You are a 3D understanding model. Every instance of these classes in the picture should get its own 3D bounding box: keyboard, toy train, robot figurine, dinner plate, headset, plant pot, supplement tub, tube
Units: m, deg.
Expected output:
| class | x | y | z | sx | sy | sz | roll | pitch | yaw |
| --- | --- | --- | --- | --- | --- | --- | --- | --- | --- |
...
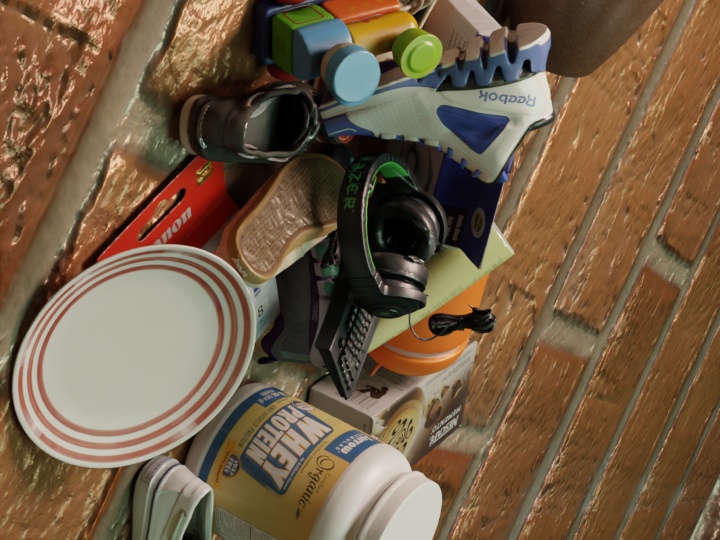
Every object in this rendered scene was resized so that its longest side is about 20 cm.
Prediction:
| class | x | y | z | sx | sy | sz | roll | pitch | yaw |
| --- | --- | --- | --- | --- | --- | --- | --- | --- | --- |
| keyboard | 0.000 | 0.000 | 1.614 | 0.127 | 0.021 | 0.200 | 65 | 32 | -41 |
| toy train | 0.026 | -0.192 | 1.486 | 0.200 | 0.116 | 0.085 | -18 | 130 | -29 |
| robot figurine | 0.058 | 0.019 | 1.801 | 0.144 | 0.116 | 0.200 | -69 | 174 | -51 |
| dinner plate | -0.173 | 0.063 | 1.428 | 0.200 | 0.024 | 0.200 | -18 | 130 | -23 |
| headset | 0.045 | -0.011 | 1.576 | 0.200 | 0.094 | 0.124 | 62 | 36 | -43 |
| plant pot | 0.221 | -0.293 | 1.803 | 0.187 | 0.187 | 0.200 | -33 | 154 | -49 |
| supplement tub | -0.043 | 0.201 | 1.670 | 0.145 | 0.200 | 0.145 | -45 | 149 | -38 |
| tube | 0.046 | 0.024 | 1.692 | 0.200 | 0.052 | 0.058 | -38 | 148 | 7 |

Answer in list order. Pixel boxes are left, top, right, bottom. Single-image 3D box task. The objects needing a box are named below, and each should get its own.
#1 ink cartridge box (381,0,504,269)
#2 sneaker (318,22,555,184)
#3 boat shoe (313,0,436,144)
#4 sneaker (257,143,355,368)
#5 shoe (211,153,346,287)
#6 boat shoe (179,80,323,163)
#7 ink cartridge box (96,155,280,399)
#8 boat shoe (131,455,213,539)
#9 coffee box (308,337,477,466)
| class | x | y | z | sx | sy | sz | roll | pitch | yaw |
| --- | --- | --- | --- | --- | --- | --- | --- | --- | --- |
| ink cartridge box | 0.080 | -0.130 | 1.651 | 0.041 | 0.200 | 0.200 | 5 | 114 | -20 |
| sneaker | 0.071 | -0.119 | 1.522 | 0.081 | 0.199 | 0.115 | -66 | 140 | -64 |
| boat shoe | 0.019 | -0.195 | 1.597 | 0.200 | 0.063 | 0.071 | -66 | 157 | 4 |
| sneaker | -0.051 | -0.015 | 1.634 | 0.074 | 0.087 | 0.200 | 32 | 60 | -61 |
| shoe | -0.068 | -0.039 | 1.520 | 0.053 | 0.070 | 0.200 | -33 | -174 | 35 |
| boat shoe | -0.069 | -0.114 | 1.489 | 0.200 | 0.057 | 0.067 | -15 | 113 | -61 |
| ink cartridge box | -0.133 | 0.015 | 1.504 | 0.160 | 0.047 | 0.200 | -49 | 152 | -32 |
| boat shoe | -0.163 | 0.254 | 1.641 | 0.074 | 0.067 | 0.200 | -43 | 147 | -39 |
| coffee box | 0.029 | 0.139 | 1.902 | 0.200 | 0.080 | 0.113 | -32 | 139 | -50 |
